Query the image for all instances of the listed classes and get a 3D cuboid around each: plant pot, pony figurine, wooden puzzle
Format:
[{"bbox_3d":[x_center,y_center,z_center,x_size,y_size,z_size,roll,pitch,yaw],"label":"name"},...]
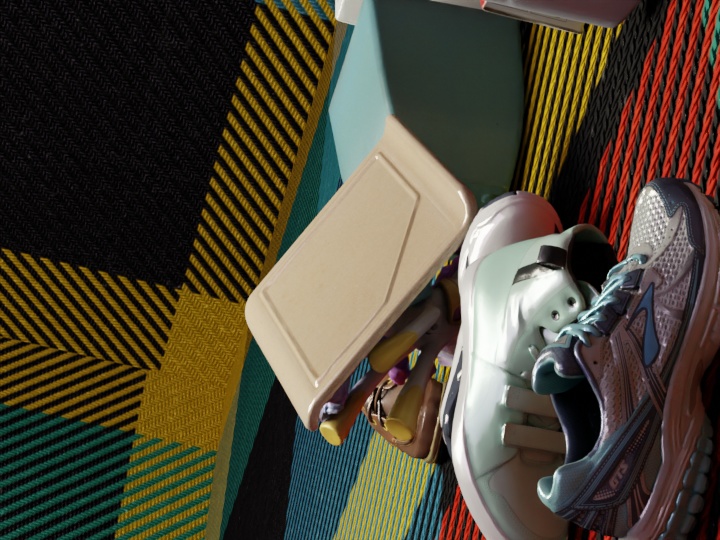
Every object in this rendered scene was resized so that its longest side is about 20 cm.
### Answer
[{"bbox_3d":[0.062,-0.112,1.527,0.201,0.140,0.142,-96,19,-46],"label":"plant pot"},{"bbox_3d":[0.039,0.040,1.356,0.200,0.167,0.193,-49,17,-26],"label":"pony figurine"},{"bbox_3d":[0.000,0.000,1.298,0.200,0.037,0.185,-54,27,9],"label":"wooden puzzle"}]

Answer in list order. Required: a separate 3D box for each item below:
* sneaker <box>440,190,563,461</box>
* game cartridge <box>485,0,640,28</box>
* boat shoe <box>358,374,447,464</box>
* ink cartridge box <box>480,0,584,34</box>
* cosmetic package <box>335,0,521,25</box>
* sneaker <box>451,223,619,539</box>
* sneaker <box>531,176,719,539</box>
[{"bbox_3d":[0.097,0.059,1.177,0.130,0.079,0.200,-96,21,-63],"label":"sneaker"},{"bbox_3d":[0.145,-0.245,1.125,0.042,0.132,0.201,-85,10,-50],"label":"game cartridge"},{"bbox_3d":[0.035,0.122,1.555,0.200,0.067,0.073,-167,90,-82],"label":"boat shoe"},{"bbox_3d":[0.150,-0.308,1.378,0.176,0.083,0.201,-93,17,-65],"label":"ink cartridge box"},{"bbox_3d":[0.079,-0.326,1.620,0.168,0.165,0.201,-91,15,-60],"label":"cosmetic package"},{"bbox_3d":[0.114,0.070,1.065,0.118,0.073,0.202,-28,60,52],"label":"sneaker"},{"bbox_3d":[0.134,0.038,0.905,0.078,0.086,0.201,120,161,-63],"label":"sneaker"}]
